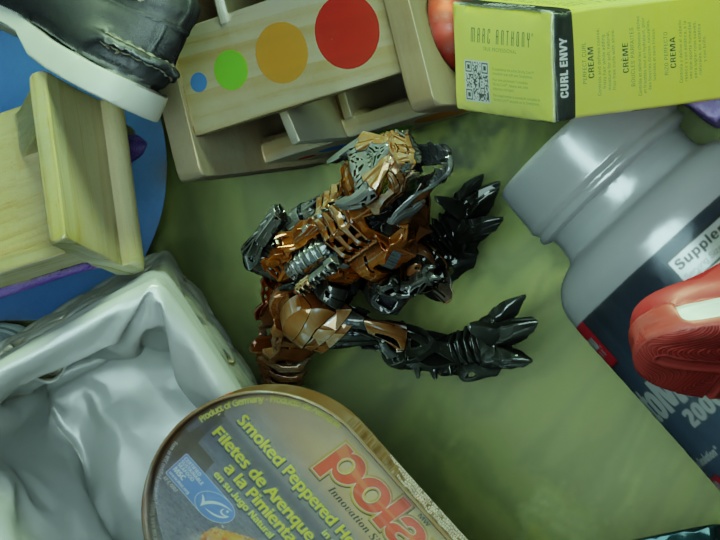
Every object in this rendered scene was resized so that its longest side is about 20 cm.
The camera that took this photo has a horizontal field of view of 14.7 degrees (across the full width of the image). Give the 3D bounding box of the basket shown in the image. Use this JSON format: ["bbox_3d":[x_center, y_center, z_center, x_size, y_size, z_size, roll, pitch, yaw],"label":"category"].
[{"bbox_3d":[-0.096,0.103,1.310,0.135,0.123,0.201,-29,103,6],"label":"basket"}]

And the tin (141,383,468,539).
[{"bbox_3d":[-0.008,0.137,1.218,0.112,0.042,0.200,-42,88,17],"label":"tin"}]

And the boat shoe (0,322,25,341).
[{"bbox_3d":[-0.238,0.098,1.376,0.200,0.072,0.070,-36,85,6],"label":"boat shoe"}]

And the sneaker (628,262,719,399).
[{"bbox_3d":[0.187,-0.017,1.218,0.199,0.078,0.116,-7,64,-30],"label":"sneaker"}]

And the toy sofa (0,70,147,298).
[{"bbox_3d":[-0.194,-0.014,1.287,0.199,0.098,0.083,-17,69,22],"label":"toy sofa"}]

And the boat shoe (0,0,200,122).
[{"bbox_3d":[-0.147,-0.132,1.272,0.200,0.074,0.061,33,96,43],"label":"boat shoe"}]

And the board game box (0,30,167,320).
[{"bbox_3d":[-0.194,-0.055,1.383,0.199,0.039,0.159,-1,109,1],"label":"board game box"}]

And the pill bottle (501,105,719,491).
[{"bbox_3d":[0.163,0.010,1.298,0.120,0.120,0.200,-42,84,6],"label":"pill bottle"}]

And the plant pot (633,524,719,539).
[{"bbox_3d":[0.120,0.238,1.295,0.140,0.141,0.201,-13,90,8],"label":"plant pot"}]

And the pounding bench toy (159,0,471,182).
[{"bbox_3d":[-0.012,-0.159,1.295,0.155,0.124,0.201,-16,87,29],"label":"pounding bench toy"}]

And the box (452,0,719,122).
[{"bbox_3d":[0.141,-0.102,1.240,0.199,0.075,0.050,-10,103,-34],"label":"box"}]

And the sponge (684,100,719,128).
[{"bbox_3d":[0.121,-0.169,1.349,0.199,0.030,0.112,34,93,8],"label":"sponge"}]

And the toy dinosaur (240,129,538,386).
[{"bbox_3d":[0.000,0.000,1.306,0.135,0.200,0.103,4,75,-25],"label":"toy dinosaur"}]
